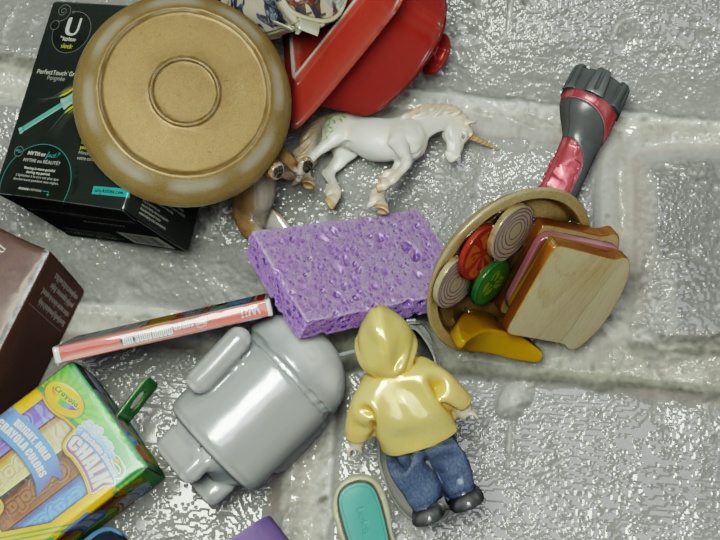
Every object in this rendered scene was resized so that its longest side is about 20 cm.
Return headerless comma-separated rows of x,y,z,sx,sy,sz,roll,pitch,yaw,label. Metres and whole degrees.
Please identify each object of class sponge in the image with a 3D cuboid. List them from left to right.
0.000,0.000,1.274,0.199,0.030,0.112,-9,53,-36,sponge

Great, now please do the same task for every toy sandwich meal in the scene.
0.156,0.014,1.266,0.205,0.206,0.070,-34,46,-8,toy sandwich meal

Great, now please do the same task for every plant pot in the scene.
-0.158,-0.158,1.215,0.198,0.027,0.202,2,79,-11,plant pot

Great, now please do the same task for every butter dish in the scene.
0.023,-0.239,1.328,0.147,0.200,0.200,21,40,-28,butter dish

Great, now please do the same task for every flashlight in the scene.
0.200,-0.106,1.346,0.067,0.068,0.201,27,77,5,flashlight

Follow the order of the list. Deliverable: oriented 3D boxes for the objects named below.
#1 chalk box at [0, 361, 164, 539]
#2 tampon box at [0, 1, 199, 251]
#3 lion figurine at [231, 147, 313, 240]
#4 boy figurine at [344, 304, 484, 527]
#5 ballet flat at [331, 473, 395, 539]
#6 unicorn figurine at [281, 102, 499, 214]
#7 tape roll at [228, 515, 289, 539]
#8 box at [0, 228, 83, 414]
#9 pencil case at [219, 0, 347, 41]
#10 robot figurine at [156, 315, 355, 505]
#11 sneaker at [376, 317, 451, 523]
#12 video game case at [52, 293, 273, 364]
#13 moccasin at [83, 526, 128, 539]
-0.265,0.173,1.251,0.200,0.125,0.124,-37,79,-7,chalk box
-0.232,-0.139,1.304,0.149,0.126,0.201,8,76,23,tampon box
-0.101,-0.081,1.312,0.072,0.201,0.122,-21,37,-38,lion figurine
0.039,0.128,1.212,0.124,0.064,0.201,-23,97,5,boy figurine
0.014,0.289,1.256,0.069,0.069,0.202,-9,83,-2,ballet flat
0.025,-0.120,1.340,0.199,0.074,0.138,18,60,12,unicorn figurine
-0.130,0.311,1.180,0.200,0.200,0.085,-40,80,-9,tape roll
-0.396,0.033,1.262,0.199,0.166,0.165,23,77,5,box
-0.089,-0.253,1.295,0.078,0.200,0.090,28,73,-26,pencil case
-0.094,0.122,1.255,0.200,0.170,0.113,-43,46,-8,robot figurine
0.048,0.140,1.279,0.074,0.082,0.202,-10,78,-2,sneaker
-0.180,0.053,1.270,0.198,0.143,0.018,-13,92,-3,video game case
-0.278,0.327,1.235,0.068,0.081,0.200,37,80,20,moccasin
